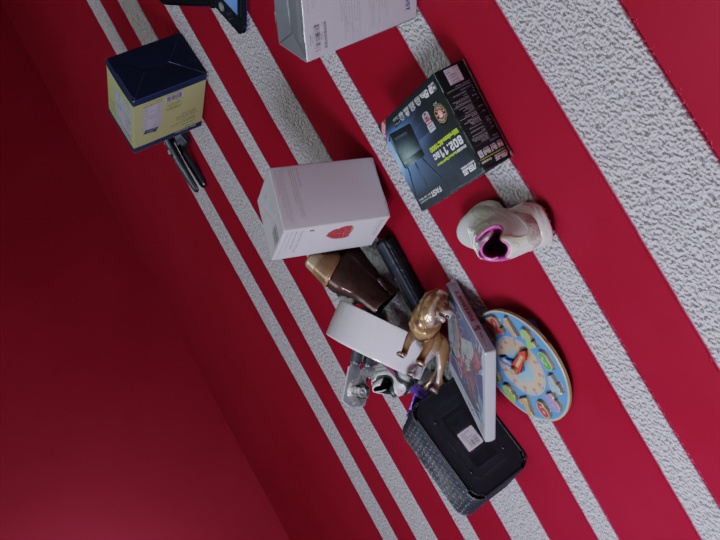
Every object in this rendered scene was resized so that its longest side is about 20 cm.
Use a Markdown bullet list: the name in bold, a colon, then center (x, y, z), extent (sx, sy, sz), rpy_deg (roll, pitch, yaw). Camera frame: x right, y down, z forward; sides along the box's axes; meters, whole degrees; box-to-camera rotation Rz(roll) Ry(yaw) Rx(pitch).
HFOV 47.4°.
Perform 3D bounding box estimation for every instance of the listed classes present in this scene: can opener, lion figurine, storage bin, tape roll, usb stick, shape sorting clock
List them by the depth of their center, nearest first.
- **shape sorting clock**: center (0.252, 0.151, 1.294), extent (0.200, 0.039, 0.203), rpy_deg (44, 149, 35)
- **lion figurine**: center (0.121, 0.122, 1.409), extent (0.071, 0.124, 0.201), rpy_deg (20, 157, 20)
- **storage bin**: center (0.183, 0.312, 1.466), extent (0.201, 0.133, 0.095), rpy_deg (52, 153, 21)
- **usb stick**: center (0.087, 0.030, 1.499), extent (0.203, 0.032, 0.055), rpy_deg (62, 159, 2)
- **tape roll**: center (0.035, 0.127, 1.515), extent (0.199, 0.072, 0.202), rpy_deg (25, 178, 1)
- **can opener**: center (0.000, 0.178, 1.673), extent (0.067, 0.052, 0.206), rpy_deg (171, 111, -74)
- **can opener**: center (-0.484, -0.307, 2.228), extent (0.078, 0.063, 0.204), rpy_deg (-4, 111, 62)

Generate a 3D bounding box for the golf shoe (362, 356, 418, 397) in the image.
- **golf shoe**: center (0.047, 0.208, 1.679), extent (0.199, 0.091, 0.074), rpy_deg (7, 126, 62)

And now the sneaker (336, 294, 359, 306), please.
- **sneaker**: center (-0.013, 0.021, 1.634), extent (0.199, 0.076, 0.093), rpy_deg (-19, 91, 67)

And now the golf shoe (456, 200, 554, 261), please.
- **golf shoe**: center (0.184, -0.053, 1.169), extent (0.199, 0.090, 0.077), rpy_deg (-2, 115, 64)

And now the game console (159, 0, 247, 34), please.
- **game console**: center (-0.307, -0.567, 1.577), extent (0.171, 0.117, 0.202), rpy_deg (50, 152, 25)

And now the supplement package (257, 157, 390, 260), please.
- **supplement package**: center (-0.066, -0.109, 1.437), extent (0.122, 0.195, 0.122), rpy_deg (125, 132, -61)

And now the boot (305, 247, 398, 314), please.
- **boot**: center (0.000, 0.000, 1.525), extent (0.164, 0.200, 0.073), rpy_deg (33, 121, 9)

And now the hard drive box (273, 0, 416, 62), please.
- **hard drive box**: center (-0.019, -0.395, 1.099), extent (0.077, 0.197, 0.159), rpy_deg (39, 146, 38)

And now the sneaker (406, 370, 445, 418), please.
- **sneaker**: center (0.126, 0.287, 1.616), extent (0.080, 0.082, 0.204), rpy_deg (33, 143, 46)

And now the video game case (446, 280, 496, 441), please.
- **video game case**: center (0.184, 0.151, 1.370), extent (0.184, 0.022, 0.204), rpy_deg (-114, 14, -52)

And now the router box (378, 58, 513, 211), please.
- **router box**: center (0.118, -0.190, 1.194), extent (0.152, 0.061, 0.199), rpy_deg (61, 155, 0)

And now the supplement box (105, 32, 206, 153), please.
- **supplement box**: center (-0.489, -0.424, 1.967), extent (0.136, 0.197, 0.201), rpy_deg (54, 153, 15)
